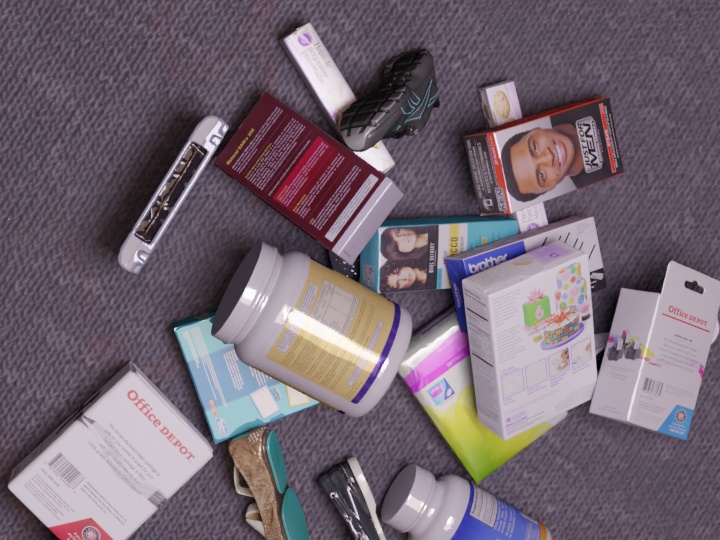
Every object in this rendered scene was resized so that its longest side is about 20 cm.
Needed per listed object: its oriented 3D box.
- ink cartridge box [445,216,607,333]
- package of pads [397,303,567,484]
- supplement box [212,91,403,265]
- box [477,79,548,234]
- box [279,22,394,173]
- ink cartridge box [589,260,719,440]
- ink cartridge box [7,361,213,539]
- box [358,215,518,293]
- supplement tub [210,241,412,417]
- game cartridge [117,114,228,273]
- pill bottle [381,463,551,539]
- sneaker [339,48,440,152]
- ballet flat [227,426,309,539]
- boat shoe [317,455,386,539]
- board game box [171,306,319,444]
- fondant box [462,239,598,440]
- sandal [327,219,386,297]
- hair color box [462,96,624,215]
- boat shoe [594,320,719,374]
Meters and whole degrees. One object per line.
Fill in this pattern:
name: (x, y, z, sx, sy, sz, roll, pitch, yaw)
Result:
ink cartridge box: (0.204, 0.004, 1.736, 0.199, 0.044, 0.094, -17, 101, -27)
package of pads: (0.149, 0.142, 1.785, 0.154, 0.068, 0.200, -35, 102, -4)
supplement box: (-0.062, -0.108, 1.667, 0.200, 0.061, 0.109, 37, 90, 19)
box: (0.191, -0.136, 1.775, 0.041, 0.039, 0.201, -16, 99, -10)
box: (-0.028, -0.202, 1.714, 0.039, 0.041, 0.200, -33, 101, -7)
ink cartridge box: (0.363, 0.094, 1.738, 0.115, 0.068, 0.201, 20, 84, -37)
ink cartridge box: (-0.295, 0.229, 1.697, 0.200, 0.084, 0.144, -43, 102, -3)
box: (0.096, -0.021, 1.735, 0.199, 0.049, 0.083, -4, 101, -28)
supplement tub: (-0.057, 0.066, 1.646, 0.200, 0.145, 0.146, 29, 90, -13)
game cartridge: (-0.220, -0.091, 1.648, 0.041, 0.133, 0.200, 32, 89, -14)
pill bottle: (0.129, 0.324, 1.780, 0.200, 0.112, 0.112, 30, 90, -13)
sneaker: (0.045, -0.187, 1.683, 0.200, 0.075, 0.079, -51, 127, -43)
ballet flat: (-0.115, 0.276, 1.746, 0.065, 0.071, 0.201, -6, 116, 16)
boat shoe: (-0.002, 0.335, 1.775, 0.066, 0.075, 0.200, -20, 100, -6)
board game box: (-0.111, 0.103, 1.738, 0.199, 0.047, 0.151, -20, 100, -9)
fondant box: (0.203, 0.082, 1.688, 0.144, 0.058, 0.201, -22, 121, -24)
sandal: (-0.001, 0.000, 1.756, 0.076, 0.043, 0.201, -5, 105, -3)
hair color box: (0.225, -0.140, 1.731, 0.200, 0.061, 0.102, -21, 102, -34)
boat shoe: (0.375, 0.099, 1.826, 0.199, 0.065, 0.074, -18, 99, -9)
